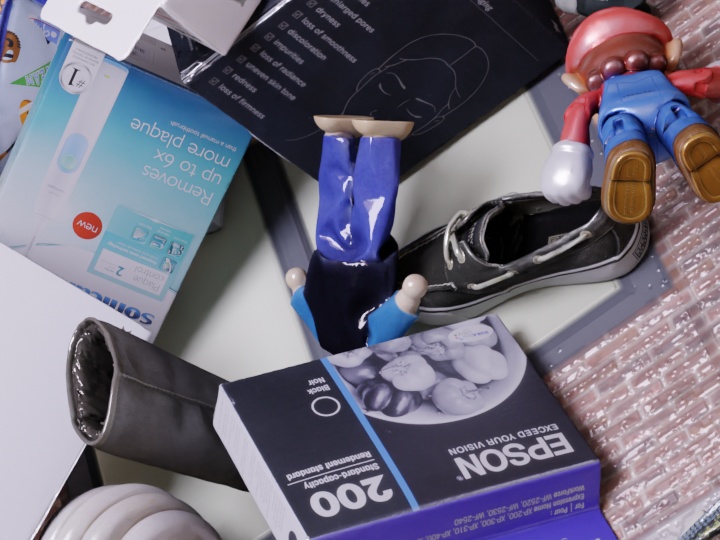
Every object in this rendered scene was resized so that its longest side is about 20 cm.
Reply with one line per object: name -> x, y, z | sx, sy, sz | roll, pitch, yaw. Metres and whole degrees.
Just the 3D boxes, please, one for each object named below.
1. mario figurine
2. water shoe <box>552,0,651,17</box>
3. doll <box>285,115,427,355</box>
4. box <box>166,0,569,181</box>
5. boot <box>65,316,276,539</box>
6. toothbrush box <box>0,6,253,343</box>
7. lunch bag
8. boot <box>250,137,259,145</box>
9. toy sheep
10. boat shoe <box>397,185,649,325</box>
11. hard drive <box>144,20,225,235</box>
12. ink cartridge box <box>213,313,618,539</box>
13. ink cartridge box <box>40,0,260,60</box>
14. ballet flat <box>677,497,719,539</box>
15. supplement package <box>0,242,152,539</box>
mario figurine -> 0.181, -0.085, 1.361 | 0.200, 0.123, 0.106 | -94, 25, -61
water shoe -> 0.194, -0.254, 1.487 | 0.079, 0.072, 0.201 | 19, 76, 15
doll -> 0.000, 0.000, 1.451 | 0.136, 0.048, 0.201 | 11, 100, 49
box -> 0.001, -0.177, 1.493 | 0.196, 0.200, 0.124 | -34, 48, 20
boot -> -0.088, 0.125, 1.397 | 0.073, 0.200, 0.182 | -43, 46, 17
toothbrush box -> -0.177, -0.063, 1.565 | 0.200, 0.146, 0.085 | -61, 14, 21
lunch bag -> -0.307, -0.113, 1.763 | 0.170, 0.124, 0.201 | -5, 71, 49
boot -> -0.109, -0.132, 1.623 | 0.200, 0.076, 0.074 | -28, 56, 1
toy sheep -> -0.161, 0.206, 1.465 | 0.200, 0.138, 0.138 | 11, 74, 48
boat shoe -> 0.087, -0.018, 1.430 | 0.200, 0.064, 0.071 | -16, 58, 32
hard drive -> -0.155, -0.109, 1.705 | 0.132, 0.027, 0.201 | -15, 57, 32
ink cartridge box -> 0.037, 0.122, 1.327 | 0.198, 0.043, 0.200 | -13, 45, -21
ink cartridge box -> -0.106, -0.217, 1.415 | 0.116, 0.068, 0.200 | 30, 86, 47
ballet flat -> 0.224, 0.143, 1.239 | 0.200, 0.074, 0.074 | -45, 46, 8
supplement package -> -0.263, 0.087, 1.479 | 0.200, 0.156, 0.111 | -61, 14, -9
